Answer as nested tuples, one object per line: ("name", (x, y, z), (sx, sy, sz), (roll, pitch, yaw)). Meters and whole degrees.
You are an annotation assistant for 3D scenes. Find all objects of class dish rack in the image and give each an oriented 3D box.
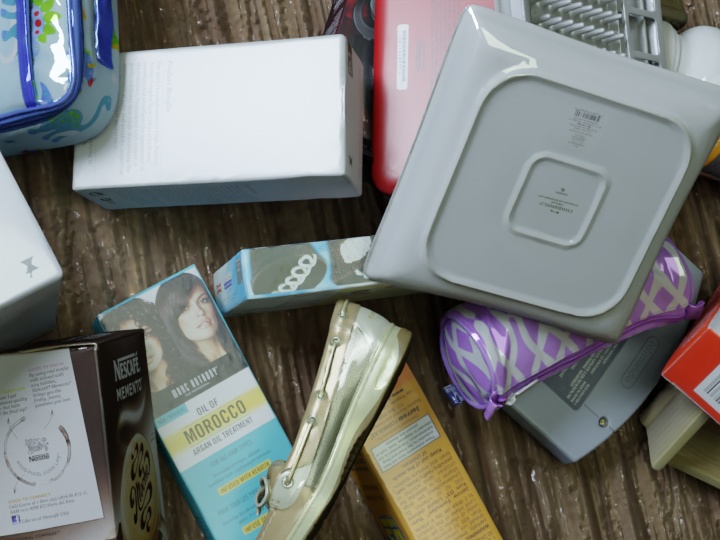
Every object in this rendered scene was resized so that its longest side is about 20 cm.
("dish rack", (0.153, -0.190, 0.872), (0.199, 0.043, 0.174), (-2, 86, -51))

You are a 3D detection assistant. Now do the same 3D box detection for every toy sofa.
("toy sofa", (0.331, 0.141, 0.985), (0.199, 0.083, 0.098), (26, 33, -11))

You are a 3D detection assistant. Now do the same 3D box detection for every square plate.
("square plate", (0.125, -0.051, 0.806), (0.198, 0.029, 0.200), (15, 116, -14))

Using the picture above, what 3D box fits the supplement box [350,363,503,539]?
("supplement box", (0.043, 0.166, 0.905), (0.068, 0.067, 0.201), (-30, 89, -19))

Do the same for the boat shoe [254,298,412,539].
("boat shoe", (-0.034, 0.119, 0.834), (0.063, 0.073, 0.202), (27, 85, 6))

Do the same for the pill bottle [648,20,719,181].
("pill bottle", (0.301, -0.133, 1.007), (0.198, 0.116, 0.118), (17, 76, -13))

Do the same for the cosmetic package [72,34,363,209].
("cosmetic package", (-0.099, -0.102, 0.864), (0.198, 0.074, 0.103), (-1, 81, 11))

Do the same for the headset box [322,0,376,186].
("headset box", (0.041, -0.154, 0.956), (0.148, 0.077, 0.202), (20, 74, -12))

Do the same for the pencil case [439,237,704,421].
("pencil case", (0.154, 0.036, 0.913), (0.199, 0.084, 0.086), (-25, 53, -17))

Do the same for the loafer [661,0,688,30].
("loafer", (0.186, -0.252, 1.016), (0.198, 0.076, 0.068), (19, 82, -13))

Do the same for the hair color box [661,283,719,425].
("hair color box", (0.317, 0.052, 0.949), (0.101, 0.061, 0.200), (42, 39, 9))

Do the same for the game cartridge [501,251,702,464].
("game cartridge", (0.186, 0.048, 0.984), (0.133, 0.041, 0.200), (43, 72, -10))

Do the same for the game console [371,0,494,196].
("game console", (0.103, -0.144, 0.924), (0.170, 0.119, 0.202), (-1, 79, 13))

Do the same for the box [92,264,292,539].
("box", (-0.110, 0.105, 0.879), (0.082, 0.049, 0.201), (-28, 89, -19))

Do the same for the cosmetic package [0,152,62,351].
("cosmetic package", (-0.302, 0.015, 0.760), (0.198, 0.200, 0.124), (-28, 89, -19))

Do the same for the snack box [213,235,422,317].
("snack box", (0.000, 0.000, 0.895), (0.198, 0.116, 0.038), (-6, 84, -18))

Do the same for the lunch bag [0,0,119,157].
("lunch bag", (-0.246, -0.183, 0.840), (0.159, 0.082, 0.202), (-7, 79, 16))

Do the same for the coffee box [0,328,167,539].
("coffee box", (-0.180, 0.145, 0.793), (0.079, 0.113, 0.202), (-6, 92, 6))
